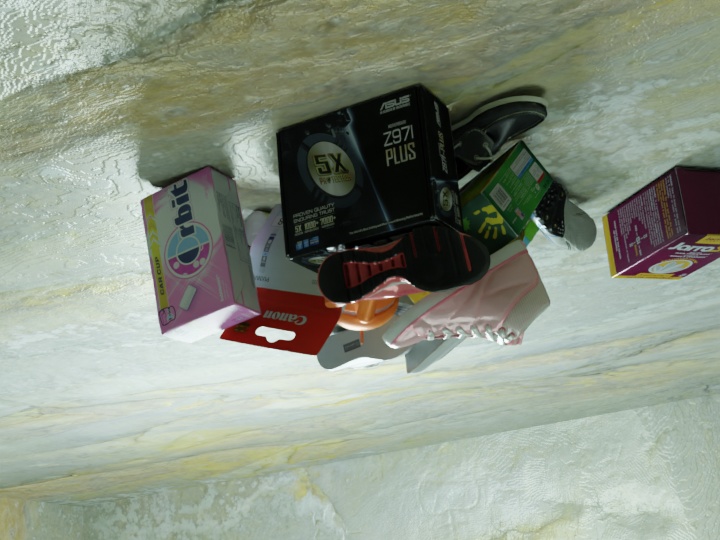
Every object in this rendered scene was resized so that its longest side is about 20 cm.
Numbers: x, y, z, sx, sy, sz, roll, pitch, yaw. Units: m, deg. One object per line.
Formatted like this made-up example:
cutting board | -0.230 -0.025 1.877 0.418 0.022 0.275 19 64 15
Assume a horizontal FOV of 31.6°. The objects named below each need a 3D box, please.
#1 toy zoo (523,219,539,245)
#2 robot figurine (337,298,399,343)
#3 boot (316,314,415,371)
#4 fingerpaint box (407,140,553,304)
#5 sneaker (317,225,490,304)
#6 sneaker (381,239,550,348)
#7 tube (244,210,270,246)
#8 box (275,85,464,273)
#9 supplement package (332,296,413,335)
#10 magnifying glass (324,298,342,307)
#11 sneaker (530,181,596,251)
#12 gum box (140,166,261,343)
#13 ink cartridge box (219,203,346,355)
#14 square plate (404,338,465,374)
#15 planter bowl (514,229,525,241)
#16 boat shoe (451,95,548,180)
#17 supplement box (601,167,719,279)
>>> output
toy zoo | 0.187 0.007 1.896 0.020 0.200 0.131 44 147 -8
robot figurine | 0.000 0.001 1.801 0.116 0.202 0.143 -30 -137 -35
boot | 0.030 0.110 1.974 0.199 0.075 0.095 -15 171 39
fingerpaint box | 0.140 -0.058 1.585 0.166 0.074 0.200 -38 -175 30
sneaker | 0.053 -0.008 1.448 0.198 0.075 0.087 -8 177 16
sneaker | 0.129 0.059 1.471 0.199 0.105 0.075 -31 173 -2
tube | -0.082 -0.042 1.835 0.058 0.053 0.199 -15 161 40
box | 0.010 -0.102 1.491 0.198 0.166 0.086 -14 161 26
supplement package | 0.012 0.030 1.990 0.199 0.111 0.113 -20 157 38
magnifying glass | -0.030 -0.052 1.571 0.079 0.202 0.022 -11 154 26
sneaker | 0.272 -0.079 1.817 0.072 0.073 0.200 15 169 36
gum box | -0.206 -0.024 1.618 0.113 0.202 0.066 -21 157 22
ink cartridge box | -0.081 0.007 1.608 0.159 0.201 0.047 7 143 33
square plate | 0.148 0.069 1.953 0.200 0.028 0.198 -41 -166 11
planter bowl | 0.143 -0.016 1.867 0.083 0.201 0.200 44 146 -9
boat shoe | 0.150 -0.154 1.541 0.071 0.068 0.199 13 153 -42
supplement box | 0.463 -0.064 1.858 0.129 0.104 0.200 2 160 -21
